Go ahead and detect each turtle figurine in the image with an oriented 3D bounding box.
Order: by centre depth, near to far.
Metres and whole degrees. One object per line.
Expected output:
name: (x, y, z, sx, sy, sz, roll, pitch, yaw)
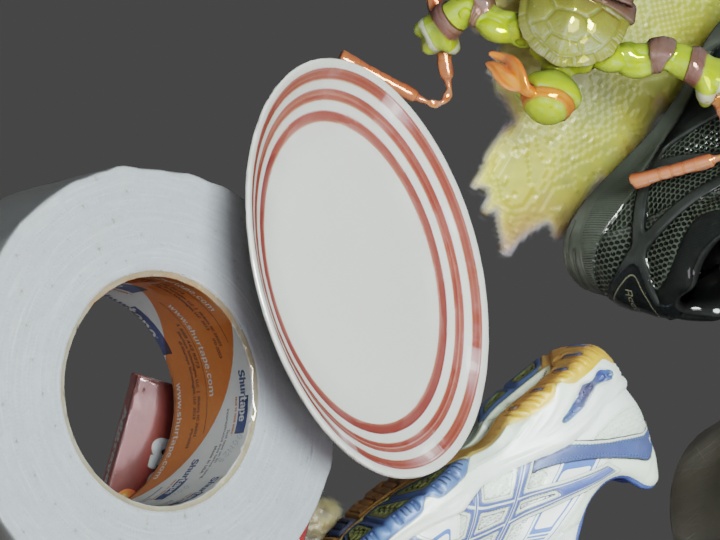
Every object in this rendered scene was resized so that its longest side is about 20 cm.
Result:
turtle figurine: (0.098, -0.135, 1.177, 0.200, 0.064, 0.162, 13, 71, 14)

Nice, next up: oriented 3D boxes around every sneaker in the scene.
sneaker: (0.063, 0.124, 1.183, 0.200, 0.075, 0.088, -36, 101, -12)
sneaker: (0.198, -0.055, 1.192, 0.200, 0.114, 0.076, -51, 135, -9)

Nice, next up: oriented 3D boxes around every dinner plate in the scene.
dinner plate: (0.000, 0.000, 1.134, 0.200, 0.024, 0.201, 32, 50, -49)

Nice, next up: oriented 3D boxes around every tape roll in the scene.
tape roll: (-0.106, 0.056, 1.082, 0.200, 0.066, 0.201, 6, 81, -39)

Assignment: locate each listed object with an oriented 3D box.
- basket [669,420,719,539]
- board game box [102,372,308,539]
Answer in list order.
basket: (0.252, 0.103, 1.160, 0.180, 0.200, 0.136, 38, 57, -18)
board game box: (-0.087, 0.159, 1.169, 0.103, 0.019, 0.201, 15, 87, -15)
